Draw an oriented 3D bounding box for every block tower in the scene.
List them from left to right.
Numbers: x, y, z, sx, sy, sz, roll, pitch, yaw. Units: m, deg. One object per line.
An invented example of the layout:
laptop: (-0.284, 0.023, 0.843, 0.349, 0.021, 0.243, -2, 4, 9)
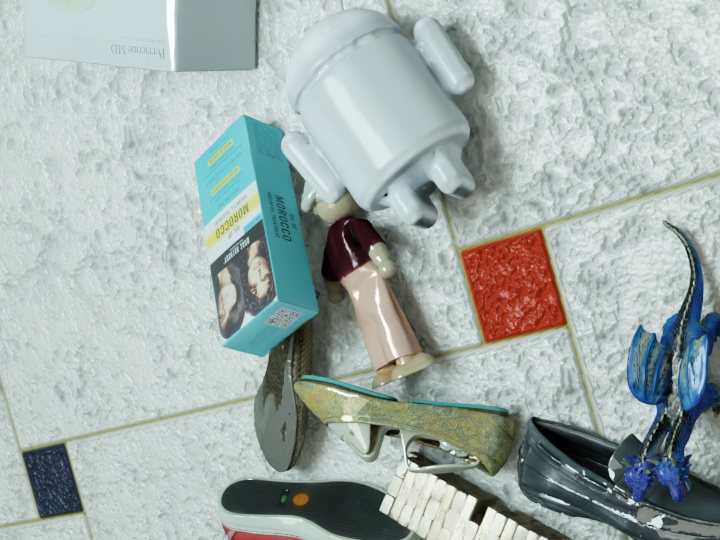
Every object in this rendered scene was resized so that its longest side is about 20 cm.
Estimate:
block tower: (0.108, 0.224, 0.990, 0.198, 0.058, 0.055, 25, 93, 29)

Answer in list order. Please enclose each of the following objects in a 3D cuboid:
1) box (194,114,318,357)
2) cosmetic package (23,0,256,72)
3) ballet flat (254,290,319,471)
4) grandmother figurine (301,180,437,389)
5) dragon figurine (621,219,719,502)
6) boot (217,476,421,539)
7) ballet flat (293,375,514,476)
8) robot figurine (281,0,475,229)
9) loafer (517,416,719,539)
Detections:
box: (-0.097, -0.033, 1.038, 0.082, 0.049, 0.203, -38, 51, 34)
cosmetic package: (-0.204, -0.291, 1.067, 0.197, 0.122, 0.204, 11, 107, 32)
ballet flat: (-0.065, 0.093, 1.093, 0.067, 0.046, 0.204, 18, 113, 41)
grandmother figurine: (0.000, 0.000, 1.027, 0.121, 0.060, 0.203, -27, 82, 49)
dragon figurine: (0.233, 0.069, 0.854, 0.058, 0.099, 0.204, 7, 100, 32)
boot: (-0.032, 0.274, 1.107, 0.196, 0.073, 0.146, 3, 125, 19)
ballet flat: (0.032, 0.137, 0.993, 0.196, 0.071, 0.072, 9, 105, 11)
robot figurine: (0.013, -0.131, 0.956, 0.169, 0.113, 0.202, -36, 78, 10)
loafer: (0.211, 0.166, 0.908, 0.198, 0.068, 0.072, 13, 115, 35)
